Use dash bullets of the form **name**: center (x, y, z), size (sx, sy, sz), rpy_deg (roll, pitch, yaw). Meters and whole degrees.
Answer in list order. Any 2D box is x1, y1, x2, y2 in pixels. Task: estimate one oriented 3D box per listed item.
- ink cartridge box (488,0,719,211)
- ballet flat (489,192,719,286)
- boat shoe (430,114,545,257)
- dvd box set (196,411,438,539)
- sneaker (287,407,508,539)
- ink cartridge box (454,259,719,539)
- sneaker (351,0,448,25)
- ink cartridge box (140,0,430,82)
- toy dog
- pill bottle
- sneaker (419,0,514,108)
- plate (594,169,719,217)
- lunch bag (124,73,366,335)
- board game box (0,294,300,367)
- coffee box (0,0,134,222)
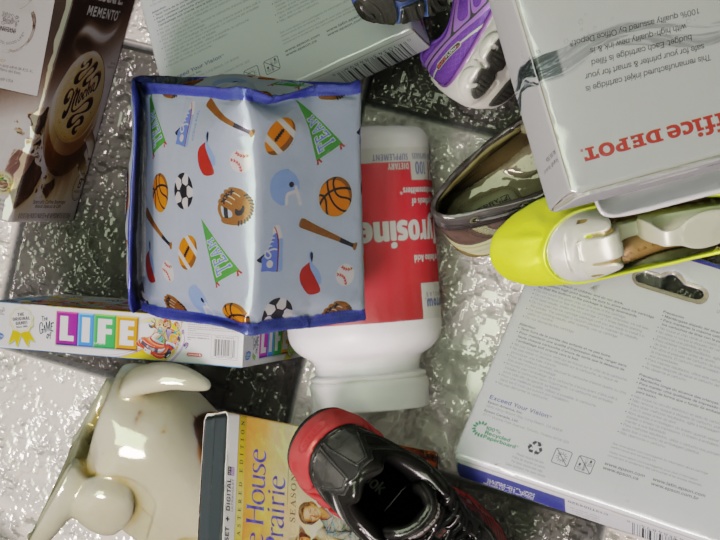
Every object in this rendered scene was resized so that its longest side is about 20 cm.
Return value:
- **ink cartridge box**: center (0.171, -0.152, 1.482), size (0.146, 0.083, 0.200), rpy_deg (-14, 83, -7)
- **ballet flat**: center (0.188, -0.027, 1.545), size (0.200, 0.067, 0.067), rpy_deg (-10, 107, 0)
- **boat shoe**: center (0.137, -0.082, 1.583), size (0.200, 0.065, 0.073), rpy_deg (-40, 67, 9)
- **dvd box set**: center (-0.027, 0.184, 1.572), size (0.029, 0.200, 0.147), rpy_deg (-13, 68, 47)
- **sneaker**: center (0.040, 0.171, 1.540), size (0.200, 0.098, 0.071), rpy_deg (39, 86, -30)
- **ink cartridge box**: center (0.192, 0.081, 1.566), size (0.196, 0.043, 0.200), rpy_deg (18, 65, 16)
- **sneaker**: center (0.040, -0.245, 1.585), size (0.078, 0.075, 0.200), rpy_deg (4, 48, 34)
- **ink cartridge box**: center (-0.066, -0.211, 1.654), size (0.196, 0.043, 0.200), rpy_deg (-24, 64, 17)
- **toy dog**: center (-0.108, 0.153, 1.633), size (0.200, 0.140, 0.194), rpy_deg (28, 120, -9)
- **pill bottle**: center (0.000, 0.000, 1.612), size (0.112, 0.112, 0.200), rpy_deg (-4, 91, 18)
- **sneaker**: center (0.107, -0.214, 1.595), size (0.083, 0.081, 0.200), rpy_deg (38, 97, 31)
- **plate**: center (0.234, -0.148, 1.545), size (0.200, 0.032, 0.200), rpy_deg (-12, 83, -6)
- **lunch bag**: center (-0.097, -0.050, 1.543), size (0.200, 0.124, 0.170), rpy_deg (12, 103, 54)
- **board game box**: center (-0.155, 0.043, 1.651), size (0.200, 0.134, 0.034), rpy_deg (4, 92, 17)
- **coffee box**: center (-0.244, -0.142, 1.685), size (0.080, 0.113, 0.200), rpy_deg (18, 97, 16)
